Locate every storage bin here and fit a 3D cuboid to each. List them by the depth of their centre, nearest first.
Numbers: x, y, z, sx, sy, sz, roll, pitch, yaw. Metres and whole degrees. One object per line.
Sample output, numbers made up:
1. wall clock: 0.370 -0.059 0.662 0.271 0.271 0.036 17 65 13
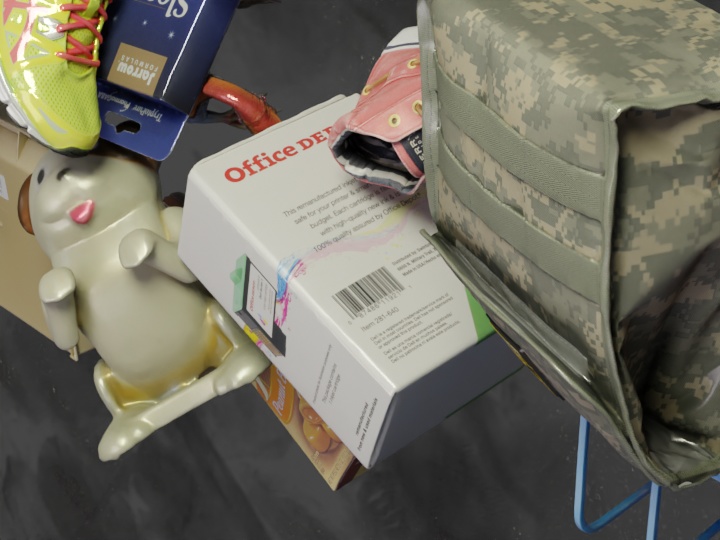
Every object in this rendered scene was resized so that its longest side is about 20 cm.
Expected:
1. storage bin: -0.276 -0.055 1.291 0.199 0.093 0.201 27 130 40

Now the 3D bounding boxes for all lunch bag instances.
1. lunch bag: 0.103 -0.019 0.658 0.164 0.116 0.202 -131 32 -53

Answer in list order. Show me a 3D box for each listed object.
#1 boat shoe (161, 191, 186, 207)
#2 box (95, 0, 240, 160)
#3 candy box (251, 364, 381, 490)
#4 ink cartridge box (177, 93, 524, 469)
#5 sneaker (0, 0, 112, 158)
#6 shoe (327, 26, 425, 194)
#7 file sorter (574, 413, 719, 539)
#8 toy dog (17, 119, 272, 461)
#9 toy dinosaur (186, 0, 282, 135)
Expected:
1. boat shoe: -0.159 0.028 1.211 0.076 0.071 0.202 37 136 32
2. box: -0.130 -0.180 0.979 0.120 0.032 0.202 22 88 41
3. candy box: -0.045 0.049 1.094 0.200 0.055 0.116 50 143 18
4. ink cartridge box: 0.000 0.000 0.931 0.200 0.144 0.084 46 144 23
5. sneaker: -0.191 -0.173 0.947 0.089 0.078 0.203 -17 80 26
6. shoe: 0.061 -0.089 0.826 0.072 0.091 0.199 46 159 -28
7. file sorter: 0.219 0.105 0.742 0.199 0.122 0.140 28 132 39
8. toy dog: -0.153 -0.005 1.034 0.138 0.194 0.201 -27 99 18
9. toy dinosaur: -0.123 -0.116 1.023 0.106 0.198 0.182 61 179 -24
